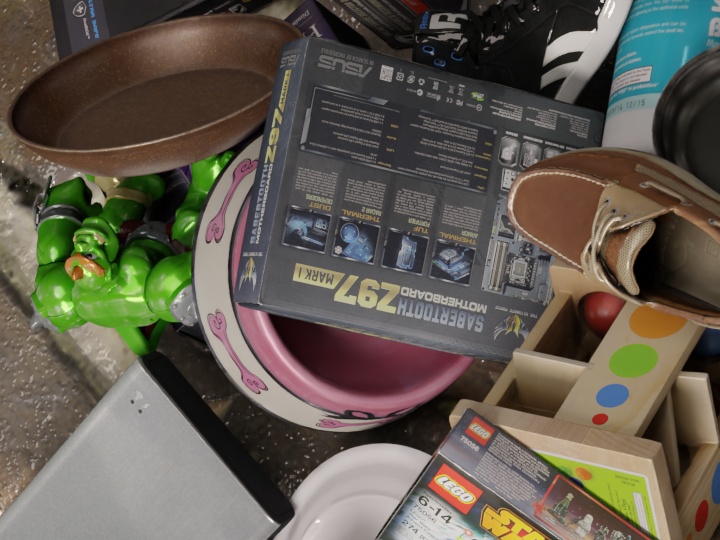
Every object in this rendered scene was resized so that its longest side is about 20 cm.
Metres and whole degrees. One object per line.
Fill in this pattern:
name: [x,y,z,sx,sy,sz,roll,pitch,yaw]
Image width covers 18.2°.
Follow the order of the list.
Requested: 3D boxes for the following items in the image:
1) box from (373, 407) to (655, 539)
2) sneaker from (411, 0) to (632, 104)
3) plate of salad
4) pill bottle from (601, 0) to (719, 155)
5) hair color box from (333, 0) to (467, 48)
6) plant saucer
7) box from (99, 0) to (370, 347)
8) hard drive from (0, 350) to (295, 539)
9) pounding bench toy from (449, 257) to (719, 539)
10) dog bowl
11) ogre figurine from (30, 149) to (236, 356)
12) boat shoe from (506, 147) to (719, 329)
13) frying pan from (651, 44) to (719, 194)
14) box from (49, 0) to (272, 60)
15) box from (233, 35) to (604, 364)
box: [0.109,0.176,1.235,0.199,0.137,0.040,35,52,4]
sneaker: [0.093,-0.151,1.373,0.073,0.111,0.201,-83,14,-50]
plate of salad: [0.023,0.206,1.373,0.199,0.048,0.202,1,92,39]
pill bottle: [0.212,-0.149,1.352,0.110,0.111,0.202,2,74,32]
hair color box: [0.030,-0.263,1.512,0.061,0.101,0.202,-5,71,30]
plant saucer: [-0.127,-0.109,1.447,0.198,0.037,0.201,-11,28,6]
box: [-0.060,-0.060,1.509,0.200,0.079,0.142,-40,59,13]
hard drive: [-0.149,0.170,1.449,0.140,0.033,0.200,48,117,11]
pounding bench toy: [0.159,0.112,1.291,0.123,0.201,0.156,10,45,31]
dog bowl: [0.000,0.000,1.372,0.202,0.199,0.074,-70,18,-8]
ogre figurine: [-0.139,-0.016,1.443,0.198,0.098,0.121,7,59,17]
boat shoe: [0.155,-0.018,1.210,0.199,0.071,0.076,18,109,38]
frying pan: [0.213,-0.109,1.269,0.114,0.031,0.192,-13,65,3]
box: [-0.144,-0.260,1.651,0.197,0.050,0.202,-23,63,24]
box: [0.036,-0.037,1.320,0.051,0.198,0.159,177,103,-69]
